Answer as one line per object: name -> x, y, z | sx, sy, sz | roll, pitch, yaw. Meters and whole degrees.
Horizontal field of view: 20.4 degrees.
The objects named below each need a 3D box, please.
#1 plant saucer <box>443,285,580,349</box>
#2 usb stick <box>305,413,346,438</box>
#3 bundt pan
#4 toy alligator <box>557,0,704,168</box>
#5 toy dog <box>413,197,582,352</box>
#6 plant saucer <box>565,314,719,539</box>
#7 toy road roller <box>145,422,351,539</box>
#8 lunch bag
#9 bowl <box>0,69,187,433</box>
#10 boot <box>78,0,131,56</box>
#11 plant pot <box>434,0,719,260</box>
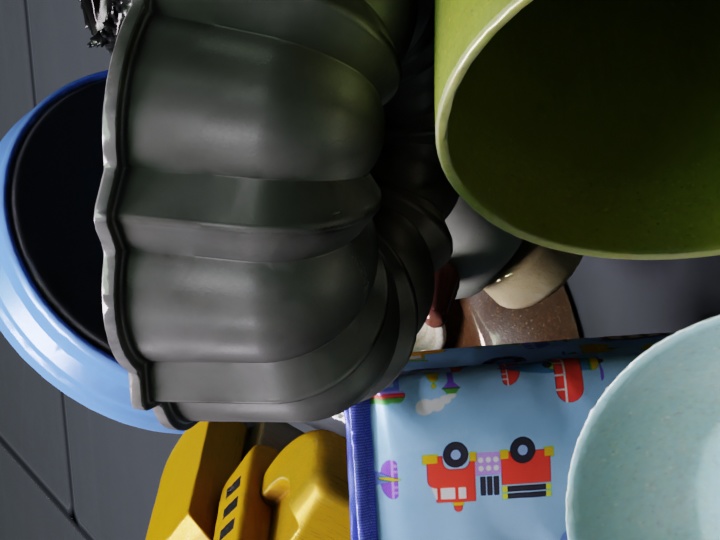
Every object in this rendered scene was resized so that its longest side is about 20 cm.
plant saucer -> 0.040, 0.047, 0.960 | 0.200, 0.036, 0.202 | 35, 131, 53
usb stick -> 0.045, 0.084, 0.881 | 0.199, 0.033, 0.055 | 23, 165, 31
bundt pan -> -0.013, -0.041, 0.659 | 0.075, 0.202, 0.204 | 9, 117, 16
toy alligator -> 0.121, -0.048, 0.711 | 0.200, 0.054, 0.059 | 41, -170, 5
toy dog -> 0.000, 0.000, 0.828 | 0.131, 0.097, 0.200 | 35, 142, -10
plant saucer -> 0.167, 0.093, 0.664 | 0.199, 0.039, 0.203 | 14, 121, 24
toy road roller -> -0.016, 0.123, 0.894 | 0.146, 0.122, 0.201 | -52, 17, 28
lunch bag -> 0.073, 0.131, 0.756 | 0.094, 0.149, 0.202 | -132, 38, -86
bowl -> -0.096, -0.017, 1.015 | 0.202, 0.199, 0.039 | 66, 147, 21
boot -> -0.025, -0.157, 0.848 | 0.200, 0.167, 0.077 | -44, 63, 59
plant pot -> 0.102, -0.136, 0.628 | 0.187, 0.185, 0.202 | 121, 147, -55
